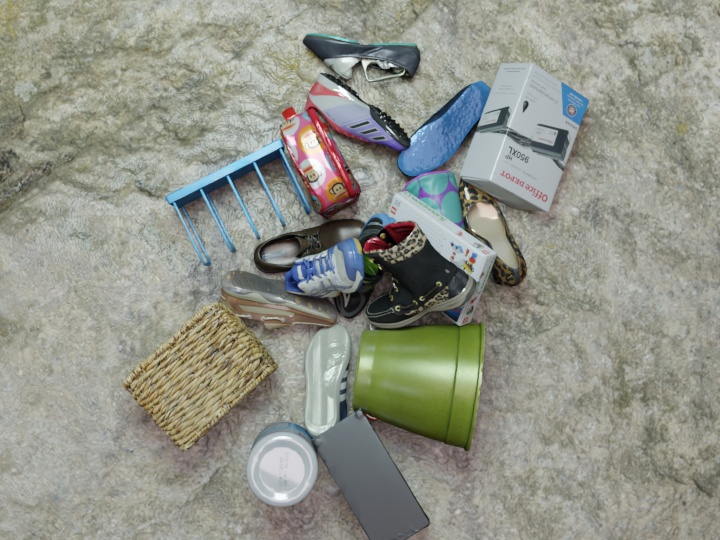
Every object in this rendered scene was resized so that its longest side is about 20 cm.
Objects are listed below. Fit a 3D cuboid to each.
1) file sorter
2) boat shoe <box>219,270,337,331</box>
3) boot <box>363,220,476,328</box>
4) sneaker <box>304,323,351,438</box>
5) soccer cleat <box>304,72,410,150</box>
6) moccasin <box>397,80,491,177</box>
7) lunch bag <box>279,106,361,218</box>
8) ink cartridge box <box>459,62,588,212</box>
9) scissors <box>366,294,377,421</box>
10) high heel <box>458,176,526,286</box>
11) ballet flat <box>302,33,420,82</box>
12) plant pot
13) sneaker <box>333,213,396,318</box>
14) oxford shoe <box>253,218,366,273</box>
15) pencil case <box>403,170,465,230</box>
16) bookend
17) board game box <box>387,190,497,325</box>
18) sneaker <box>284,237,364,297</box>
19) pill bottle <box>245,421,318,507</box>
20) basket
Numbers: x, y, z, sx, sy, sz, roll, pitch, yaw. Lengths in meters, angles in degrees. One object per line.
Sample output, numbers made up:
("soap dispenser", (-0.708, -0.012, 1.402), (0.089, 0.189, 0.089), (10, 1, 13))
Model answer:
("file sorter", (-0.188, -0.105, 1.553), (0.199, 0.139, 0.124), (-27, 93, -4))
("boat shoe", (-0.136, 0.059, 1.588), (0.198, 0.076, 0.072), (17, 116, -11))
("boot", (0.057, 0.008, 1.462), (0.151, 0.199, 0.074), (46, 48, -29))
("sneaker", (-0.052, 0.188, 1.581), (0.074, 0.085, 0.202), (3, 60, 12))
("soccer cleat", (-0.005, -0.243, 1.589), (0.199, 0.068, 0.074), (39, 105, 17))
("moccasin", (0.142, -0.226, 1.610), (0.200, 0.068, 0.081), (-40, 98, -3))
("lunch bag", (-0.070, -0.176, 1.530), (0.081, 0.200, 0.177), (-29, 90, 1))
("ink cartridge box", (0.266, -0.213, 1.579), (0.144, 0.084, 0.202), (22, 87, -33))
("scissors", (0.017, 0.146, 1.614), (0.072, 0.014, 0.202), (-15, 90, -3))
("high heel", (0.213, -0.071, 1.568), (0.071, 0.143, 0.202), (-22, 89, -4))
("ballet flat", (0.001, -0.347, 1.606), (0.197, 0.073, 0.074), (5, 88, -5))
("plant pot", (0.087, 0.169, 1.535), (0.191, 0.200, 0.203), (8, 87, 4))
("sneaker", (0.000, 0.000, 1.555), (0.070, 0.083, 0.201), (25, 126, -2))
("oxford shoe", (-0.076, -0.037, 1.582), (0.198, 0.084, 0.073), (-17, 87, -5))
("pencil case", (0.128, -0.057, 1.592), (0.091, 0.085, 0.202), (-12, 89, 1))
("bookend", (0.020, 0.333, 1.534), (0.092, 0.199, 0.201), (-31, 79, -3))
("board game box", (0.113, -0.021, 1.530), (0.200, 0.034, 0.127), (38, 123, 32))
("sneaker", (-0.058, 0.006, 1.500), (0.087, 0.200, 0.076), (-3, 74, -22))
("pill bottle", (-0.119, 0.293, 1.508), (0.107, 0.200, 0.110), (0, 88, -3))
("basket", (-0.247, 0.162, 1.536), (0.200, 0.143, 0.149), (-43, 88, -1))
